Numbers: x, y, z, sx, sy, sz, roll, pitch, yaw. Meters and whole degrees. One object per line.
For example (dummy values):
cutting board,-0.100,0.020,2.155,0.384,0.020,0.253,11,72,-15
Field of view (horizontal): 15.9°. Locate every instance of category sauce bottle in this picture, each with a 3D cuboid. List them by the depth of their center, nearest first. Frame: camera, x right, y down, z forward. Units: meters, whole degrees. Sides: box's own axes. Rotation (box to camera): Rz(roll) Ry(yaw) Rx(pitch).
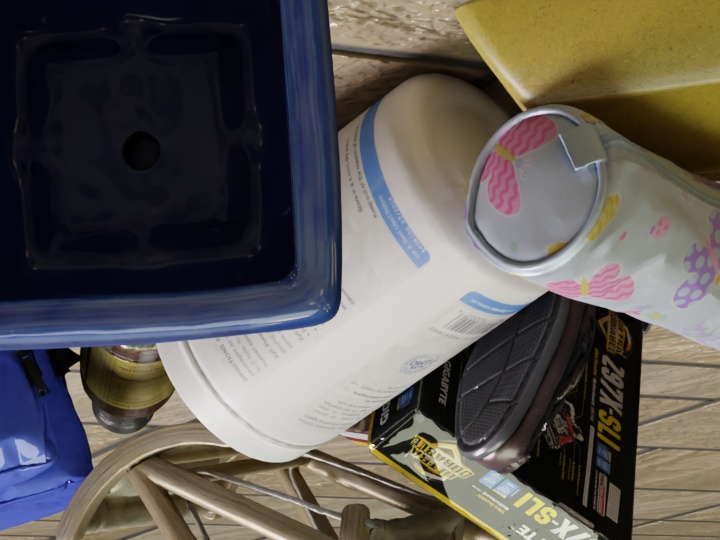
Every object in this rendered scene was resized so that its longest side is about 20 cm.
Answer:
sauce bottle,-0.135,0.049,1.517,0.064,0.065,0.200,0,162,-10

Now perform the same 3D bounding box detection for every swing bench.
swing bench,-0.034,0.156,1.487,0.130,0.200,0.199,-54,162,14

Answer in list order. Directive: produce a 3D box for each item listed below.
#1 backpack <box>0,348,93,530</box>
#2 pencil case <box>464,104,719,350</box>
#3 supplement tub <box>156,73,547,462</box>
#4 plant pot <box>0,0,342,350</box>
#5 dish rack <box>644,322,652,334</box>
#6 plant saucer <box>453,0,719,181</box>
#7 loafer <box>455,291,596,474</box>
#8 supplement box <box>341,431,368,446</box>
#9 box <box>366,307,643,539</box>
backpack,-0.244,0.047,1.471,0.162,0.201,0.168,-13,167,-21
pencil case,0.141,-0.018,1.254,0.090,0.084,0.199,-22,153,37
supplement tub,0.000,0.000,1.352,0.200,0.133,0.132,-35,151,32
plant pot,-0.104,-0.062,1.053,0.199,0.201,0.180,-4,172,4
dish rack,0.263,-0.002,1.675,0.199,0.055,0.153,-2,168,-2
plant saucer,0.165,-0.087,1.255,0.199,0.049,0.200,-7,161,17
loafer,0.104,0.033,1.361,0.063,0.201,0.072,39,134,-21
supplement box,-0.011,0.041,1.600,0.110,0.086,0.200,3,159,41
box,0.087,0.063,1.472,0.159,0.201,0.049,36,127,-22
